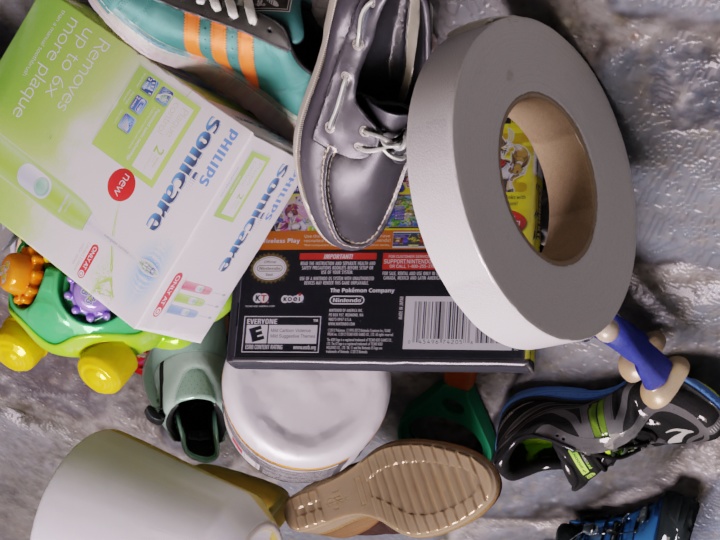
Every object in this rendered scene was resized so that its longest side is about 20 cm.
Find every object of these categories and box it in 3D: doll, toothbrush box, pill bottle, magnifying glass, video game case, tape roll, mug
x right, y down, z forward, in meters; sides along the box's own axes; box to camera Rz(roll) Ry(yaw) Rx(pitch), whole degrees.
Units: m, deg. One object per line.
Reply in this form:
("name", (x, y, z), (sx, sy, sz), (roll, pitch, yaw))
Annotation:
("doll", (0.141, 0.019, 1.305), (0.200, 0.136, 0.048), (37, 99, -29))
("toothbrush box", (-0.155, -0.069, 1.259), (0.200, 0.146, 0.086), (36, -172, 26))
("pill bottle", (-0.042, 0.091, 1.377), (0.116, 0.117, 0.200), (25, 169, 0))
("magnifying glass", (0.074, 0.097, 1.501), (0.079, 0.022, 0.200), (19, 143, 9))
("video game case", (0.017, -0.025, 1.251), (0.199, 0.181, 0.026), (0, 165, 15))
("tape roll", (0.101, -0.053, 1.172), (0.037, 0.203, 0.203), (-13, 127, 38))
("mug", (-0.135, 0.195, 1.449), (0.153, 0.187, 0.150), (12, 143, 26))

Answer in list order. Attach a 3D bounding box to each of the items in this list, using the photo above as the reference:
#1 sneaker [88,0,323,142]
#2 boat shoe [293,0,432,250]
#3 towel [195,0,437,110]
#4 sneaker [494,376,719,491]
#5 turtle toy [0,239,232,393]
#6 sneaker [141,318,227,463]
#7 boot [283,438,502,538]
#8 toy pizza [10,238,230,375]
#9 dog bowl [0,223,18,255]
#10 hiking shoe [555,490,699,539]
("sneaker", (-0.077, -0.158, 1.207), (0.200, 0.071, 0.080), (30, 132, -19))
("boat shoe", (0.005, -0.096, 1.174), (0.072, 0.063, 0.201), (-1, 117, -20))
("towel", (-0.074, -0.186, 1.252), (0.191, 0.032, 0.200), (-14, 126, 38))
("sneaker", (0.183, 0.123, 1.418), (0.199, 0.083, 0.071), (-12, 130, 38))
("turtle toy", (-0.173, 0.006, 1.386), (0.200, 0.146, 0.101), (12, 136, 26))
("sneaker", (-0.136, 0.112, 1.517), (0.074, 0.118, 0.201), (-3, 147, -4))
("boot", (0.058, 0.161, 1.469), (0.200, 0.166, 0.073), (-14, 83, 38))
("toy pizza", (-0.193, 0.021, 1.546), (0.200, 0.032, 0.200), (15, 140, 13))
("dog bowl", (-0.309, -0.092, 1.405), (0.200, 0.059, 0.200), (37, 146, 30))
("hiking shoe", (0.197, 0.228, 1.535), (0.087, 0.075, 0.200), (27, 141, -3))
